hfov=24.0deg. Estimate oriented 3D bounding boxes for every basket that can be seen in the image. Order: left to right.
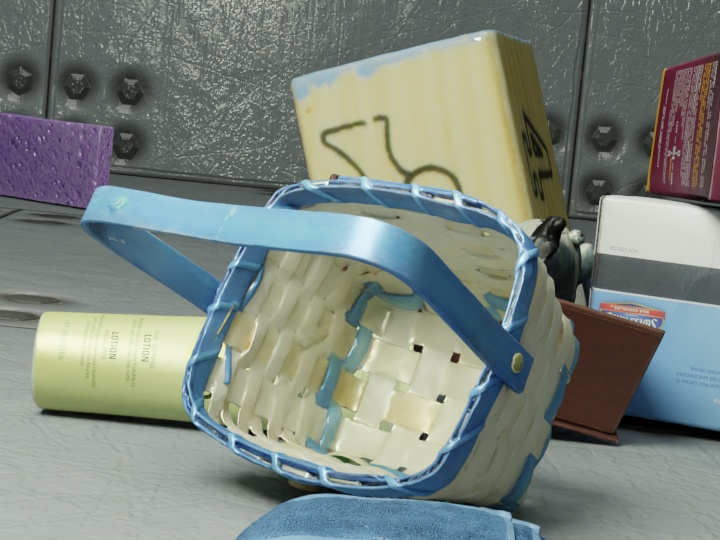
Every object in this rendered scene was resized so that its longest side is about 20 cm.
[{"bbox_3d":[-0.003,0.023,0.727,0.175,0.140,0.200,10,-24,40],"label":"basket"}]

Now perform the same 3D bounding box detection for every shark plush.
[{"bbox_3d":[0.123,0.012,1.065,0.090,0.084,0.200,2,-14,-7],"label":"shark plush"}]

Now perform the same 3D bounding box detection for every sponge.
[{"bbox_3d":[-0.419,-0.149,2.294,0.198,0.113,0.030,10,8,34],"label":"sponge"}]

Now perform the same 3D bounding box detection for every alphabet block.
[{"bbox_3d":[0.068,-0.089,1.502,0.193,0.203,0.196,-11,1,19],"label":"alphabet block"}]

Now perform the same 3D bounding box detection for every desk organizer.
[{"bbox_3d":[0.063,0.021,0.944,0.198,0.078,0.072,16,30,-10],"label":"desk organizer"}]

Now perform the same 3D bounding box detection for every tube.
[{"bbox_3d":[-0.070,0.051,0.887,0.197,0.059,0.052,4,14,0],"label":"tube"}]

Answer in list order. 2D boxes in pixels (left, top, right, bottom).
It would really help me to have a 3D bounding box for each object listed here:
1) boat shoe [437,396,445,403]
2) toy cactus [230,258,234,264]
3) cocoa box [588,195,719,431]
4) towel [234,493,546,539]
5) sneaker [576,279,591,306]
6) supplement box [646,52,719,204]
[{"bbox_3d":[0.041,0.041,1.049,0.071,0.072,0.200,6,7,5],"label":"boat shoe"},{"bbox_3d":[0.000,0.000,1.155,0.197,0.104,0.165,2,-17,-5],"label":"toy cactus"},{"bbox_3d":[0.247,0.031,1.040,0.198,0.133,0.133,8,4,20],"label":"cocoa box"},{"bbox_3d":[0.005,0.104,0.495,0.110,0.049,0.200,5,6,5],"label":"towel"},{"bbox_3d":[0.218,0.009,1.411,0.197,0.082,0.115,-12,11,-26],"label":"sneaker"},{"bbox_3d":[0.249,-0.080,1.034,0.109,0.087,0.200,7,4,0],"label":"supplement box"}]
